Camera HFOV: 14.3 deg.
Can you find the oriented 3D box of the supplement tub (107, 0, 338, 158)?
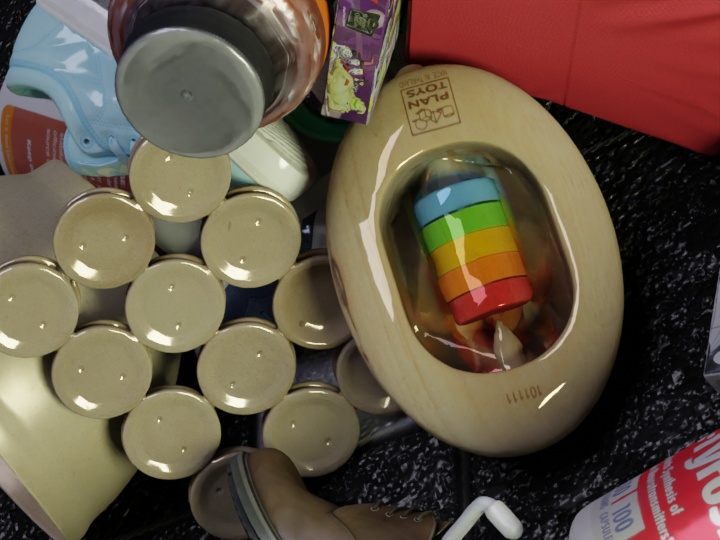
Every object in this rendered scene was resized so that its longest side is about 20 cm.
[{"bbox_3d":[-0.059,-0.137,1.371,0.107,0.107,0.200,-21,28,27],"label":"supplement tub"}]

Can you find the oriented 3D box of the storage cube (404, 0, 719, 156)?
[{"bbox_3d":[0.125,-0.187,1.371,0.171,0.180,0.200,17,65,7],"label":"storage cube"}]

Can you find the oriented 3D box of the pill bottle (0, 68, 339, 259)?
[{"bbox_3d":[-0.102,-0.066,1.572,0.200,0.112,0.112,19,73,46],"label":"pill bottle"}]

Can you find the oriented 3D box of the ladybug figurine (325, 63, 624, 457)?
[{"bbox_3d":[0.055,-0.004,1.383,0.135,0.072,0.200,-15,76,2],"label":"ladybug figurine"}]

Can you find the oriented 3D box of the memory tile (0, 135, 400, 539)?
[{"bbox_3d":[-0.074,0.031,1.414,0.153,0.200,0.017,-42,23,9],"label":"memory tile"}]

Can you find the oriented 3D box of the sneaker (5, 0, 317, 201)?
[{"bbox_3d":[-0.105,-0.072,1.464,0.200,0.074,0.082,37,102,36],"label":"sneaker"}]

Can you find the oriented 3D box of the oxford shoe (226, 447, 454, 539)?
[{"bbox_3d":[0.006,0.141,1.363,0.084,0.073,0.200,-40,49,-5],"label":"oxford shoe"}]

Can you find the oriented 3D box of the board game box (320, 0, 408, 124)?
[{"bbox_3d":[0.020,-0.178,1.393,0.032,0.120,0.200,11,43,7],"label":"board game box"}]

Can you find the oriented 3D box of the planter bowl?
[{"bbox_3d":[-0.169,0.028,1.508,0.135,0.200,0.200,-41,40,-11],"label":"planter bowl"}]

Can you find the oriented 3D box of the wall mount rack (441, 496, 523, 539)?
[{"bbox_3d":[0.055,0.193,1.212,0.174,0.200,0.075,53,136,14],"label":"wall mount rack"}]

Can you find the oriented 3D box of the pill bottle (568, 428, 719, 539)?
[{"bbox_3d":[0.196,0.103,1.191,0.200,0.112,0.112,-32,44,17],"label":"pill bottle"}]

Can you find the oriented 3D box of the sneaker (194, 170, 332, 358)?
[{"bbox_3d":[0.000,0.000,1.468,0.200,0.075,0.085,-43,54,14],"label":"sneaker"}]

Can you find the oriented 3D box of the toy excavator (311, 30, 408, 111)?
[{"bbox_3d":[0.060,-0.179,1.545,0.194,0.100,0.200,-8,46,35],"label":"toy excavator"}]

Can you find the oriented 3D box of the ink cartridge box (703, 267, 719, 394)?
[{"bbox_3d":[0.221,-0.035,1.331,0.099,0.039,0.200,-12,52,35],"label":"ink cartridge box"}]

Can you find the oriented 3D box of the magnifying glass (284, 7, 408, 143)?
[{"bbox_3d":[0.052,-0.114,1.469,0.200,0.080,0.022,-14,37,-9],"label":"magnifying glass"}]

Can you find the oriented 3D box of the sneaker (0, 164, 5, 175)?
[{"bbox_3d":[-0.283,0.012,1.694,0.121,0.084,0.200,19,73,36],"label":"sneaker"}]
